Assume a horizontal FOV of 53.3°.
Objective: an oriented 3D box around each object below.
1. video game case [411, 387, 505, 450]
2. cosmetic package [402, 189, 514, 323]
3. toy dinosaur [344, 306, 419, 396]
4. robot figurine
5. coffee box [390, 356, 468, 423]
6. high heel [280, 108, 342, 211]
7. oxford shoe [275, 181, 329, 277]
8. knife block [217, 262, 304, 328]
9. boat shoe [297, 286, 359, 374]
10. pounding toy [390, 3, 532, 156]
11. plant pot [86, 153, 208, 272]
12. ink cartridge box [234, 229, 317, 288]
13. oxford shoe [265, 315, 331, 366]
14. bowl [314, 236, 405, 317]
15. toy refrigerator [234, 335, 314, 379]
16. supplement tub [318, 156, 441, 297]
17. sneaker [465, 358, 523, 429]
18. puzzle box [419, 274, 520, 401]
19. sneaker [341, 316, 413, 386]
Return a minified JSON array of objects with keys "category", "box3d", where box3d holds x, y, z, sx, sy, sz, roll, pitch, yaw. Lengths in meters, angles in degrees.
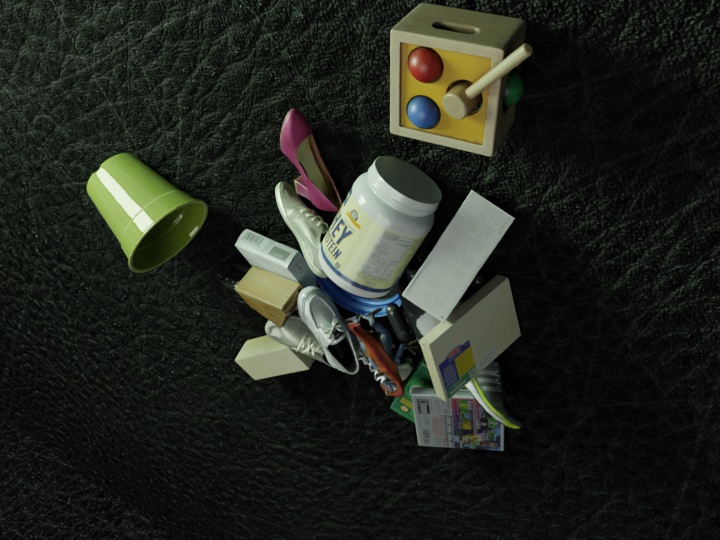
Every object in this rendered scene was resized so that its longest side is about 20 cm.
[{"category":"video game case","box3d":[0.201,0.303,1.460,0.181,0.023,0.200,1,137,11]},{"category":"cosmetic package","box3d":[0.156,-0.023,1.149,0.082,0.051,0.200,34,98,5]},{"category":"toy dinosaur","box3d":[0.030,0.169,1.371,0.105,0.200,0.182,-20,91,29]},{"category":"robot figurine","box3d":[0.138,0.059,1.260,0.150,0.125,0.201,3,128,38]},{"category":"coffee box","box3d":[0.151,0.258,1.491,0.123,0.044,0.200,30,138,5]},{"category":"high heel","box3d":[-0.078,-0.183,1.225,0.096,0.067,0.201,27,144,25]},{"category":"oxford shoe","box3d":[-0.091,-0.082,1.299,0.058,0.075,0.201,-39,70,29]},{"category":"knife block","box3d":[-0.206,0.034,1.439,0.175,0.064,0.200,36,161,0]},{"category":"boat shoe","box3d":[-0.053,0.117,1.384,0.065,0.074,0.200,26,151,56]},{"category":"pounding toy","box3d":[0.141,-0.256,0.961,0.199,0.142,0.185,18,135,21]},{"category":"plant pot","box3d":[-0.448,-0.133,1.462,0.190,0.200,0.200,45,139,10]},{"category":"ink cartridge box","box3d":[-0.148,0.012,1.458,0.162,0.057,0.200,22,160,38]},{"category":"oxford shoe","box3d":[-0.105,0.151,1.512,0.199,0.058,0.075,23,116,-7]},{"category":"bowl","box3d":[0.000,0.000,1.365,0.200,0.039,0.201,19,136,19]},{"category":"toy refrigerator","box3d":[-0.191,0.190,1.646,0.200,0.070,0.076,-18,123,43]},{"category":"supplement tub","box3d":[0.031,-0.070,1.179,0.145,0.145,0.200,33,121,4]},{"category":"sneaker","box3d":[0.240,0.210,1.337,0.200,0.081,0.074,50,180,2]},{"category":"puzzle box","box3d":[0.191,0.114,1.224,0.025,0.200,0.133,24,142,47]},{"category":"sneaker","box3d":[0.023,0.155,1.477,0.200,0.075,0.081,41,120,-3]}]
